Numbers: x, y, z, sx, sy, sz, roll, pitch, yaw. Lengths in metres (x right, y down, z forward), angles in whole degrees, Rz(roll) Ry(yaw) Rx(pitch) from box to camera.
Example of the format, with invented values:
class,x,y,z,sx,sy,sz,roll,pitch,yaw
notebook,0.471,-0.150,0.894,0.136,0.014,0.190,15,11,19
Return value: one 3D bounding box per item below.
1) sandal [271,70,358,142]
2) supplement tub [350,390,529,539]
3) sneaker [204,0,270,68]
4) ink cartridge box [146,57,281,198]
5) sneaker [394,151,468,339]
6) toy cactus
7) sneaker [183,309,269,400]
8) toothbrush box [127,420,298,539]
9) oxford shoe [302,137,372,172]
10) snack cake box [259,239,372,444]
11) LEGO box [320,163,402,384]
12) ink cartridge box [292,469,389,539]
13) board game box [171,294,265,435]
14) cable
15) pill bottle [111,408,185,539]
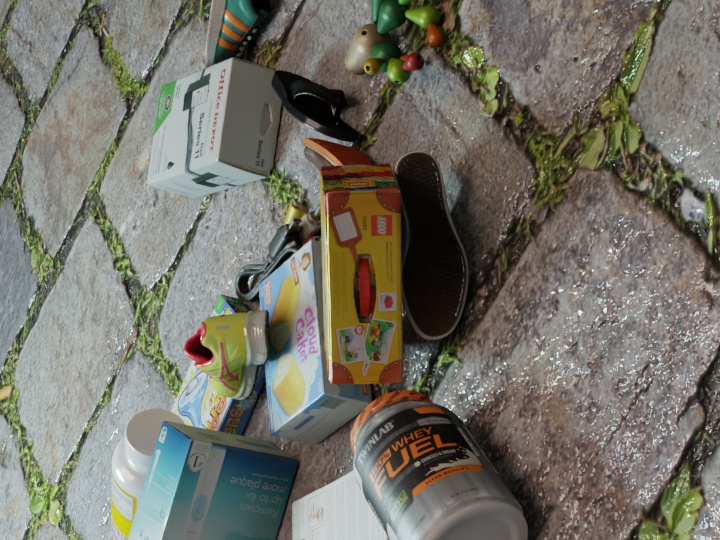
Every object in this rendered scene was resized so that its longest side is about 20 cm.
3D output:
class,x,y,z,sx,sy,sz,roll,pitch,yaw
sandal,-0.057,-0.209,2.075,0.200,0.075,0.048,50,123,54
supplement tub,0.069,0.209,1.655,0.123,0.122,0.200,-62,34,19
sneaker,-0.163,-0.331,2.306,0.071,0.080,0.200,-89,10,-50
ink cartridge box,-0.192,-0.186,2.270,0.200,0.083,0.147,-11,68,54
sneaker,0.074,-0.020,1.820,0.085,0.073,0.200,88,178,-75
toy cactus,0.022,-0.282,1.984,0.165,0.102,0.200,-49,47,50
sneaker,-0.161,0.093,1.996,0.200,0.090,0.078,115,153,-62
toothbrush box,-0.177,0.289,1.983,0.085,0.146,0.200,23,96,58
oxford shoe,-0.020,-0.099,1.979,0.200,0.071,0.073,42,117,55
snack cake box,-0.052,0.081,1.953,0.115,0.067,0.200,-41,45,43
LEGO box,0.000,0.000,1.786,0.149,0.077,0.200,-103,12,-75
ink cartridge box,-0.005,0.296,1.815,0.200,0.057,0.163,-40,45,54
board game box,-0.175,0.148,2.145,0.135,0.034,0.200,44,114,55
cable,-0.091,-0.007,2.098,0.097,0.050,0.200,66,146,24
pill bottle,-0.248,0.257,2.082,0.200,0.104,0.104,99,160,-46
